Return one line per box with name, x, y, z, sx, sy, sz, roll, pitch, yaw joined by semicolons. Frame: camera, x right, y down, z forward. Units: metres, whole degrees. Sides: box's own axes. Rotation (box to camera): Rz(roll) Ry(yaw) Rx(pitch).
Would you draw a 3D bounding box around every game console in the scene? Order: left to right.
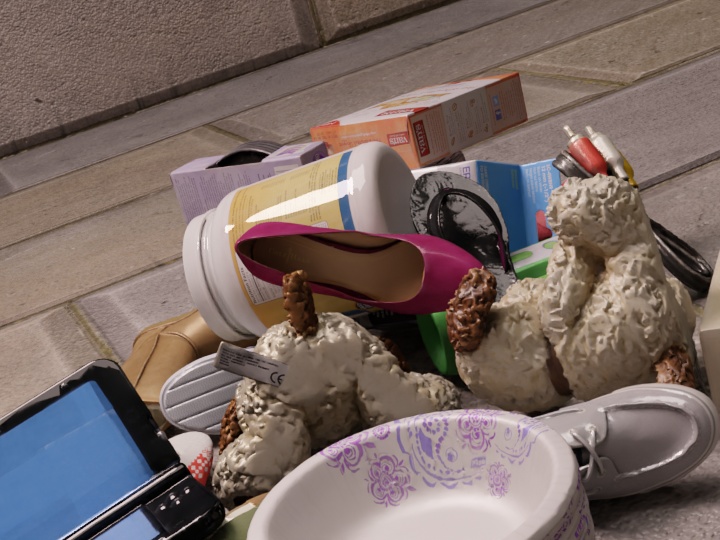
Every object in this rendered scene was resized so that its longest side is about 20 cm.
game console;-0.213;0.161;0.863;0.199;0.117;0.176;-33;10;-15

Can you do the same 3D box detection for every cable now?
cable;0.248;-0.064;1.176;0.097;0.051;0.200;12;30;-46

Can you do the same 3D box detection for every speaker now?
speaker;0.151;0.023;1.128;0.198;0.089;0.088;-20;18;-11

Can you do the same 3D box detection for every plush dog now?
plush dog;-0.040;0.091;1.022;0.198;0.162;0.172;-20;-5;-11
plush dog;0.154;0.053;0.960;0.170;0.200;0.162;-19;47;20

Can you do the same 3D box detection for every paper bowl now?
paper bowl;0.040;0.173;0.758;0.198;0.105;0.201;-14;18;5

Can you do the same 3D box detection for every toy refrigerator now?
toy refrigerator;0.309;0.033;0.985;0.069;0.077;0.200;-7;19;25

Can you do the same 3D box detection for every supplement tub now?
supplement tub;-0.046;-0.020;1.171;0.198;0.146;0.145;-17;16;23

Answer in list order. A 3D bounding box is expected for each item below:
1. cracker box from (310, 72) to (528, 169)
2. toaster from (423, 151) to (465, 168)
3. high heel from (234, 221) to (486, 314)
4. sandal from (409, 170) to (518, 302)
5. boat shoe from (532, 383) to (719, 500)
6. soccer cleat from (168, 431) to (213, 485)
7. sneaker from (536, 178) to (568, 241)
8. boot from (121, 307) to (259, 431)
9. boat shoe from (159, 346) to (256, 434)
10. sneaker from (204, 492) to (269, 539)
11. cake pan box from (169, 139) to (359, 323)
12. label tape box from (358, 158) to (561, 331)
cracker box;0.063;-0.151;1.334;0.133;0.058;0.199;-2;18;42
toaster;0.053;-0.053;1.373;0.113;0.130;0.200;-5;21;33
high heel;0.000;0.000;1.025;0.198;0.068;0.096;5;2;20
sandal;0.095;-0.023;1.085;0.075;0.048;0.202;-16;49;-6
boat shoe;0.136;0.120;0.854;0.198;0.073;0.068;-9;-2;20
soccer cleat;-0.180;0.165;1.003;0.068;0.086;0.200;-4;22;33
sneaker;0.209;-0.055;1.312;0.073;0.088;0.199;-28;21;-36
boot;-0.168;0.095;1.245;0.174;0.067;0.200;-25;15;13
boat shoe;-0.084;0.101;1.166;0.198;0.073;0.062;-13;-1;-14
sneaker;-0.093;0.218;0.810;0.199;0.068;0.090;-31;22;-22
cake pan box;-0.092;-0.030;1.319;0.183;0.202;0.052;-5;20;37
label tape box;0.092;-0.026;1.223;0.198;0.145;0.066;-9;-9;25
